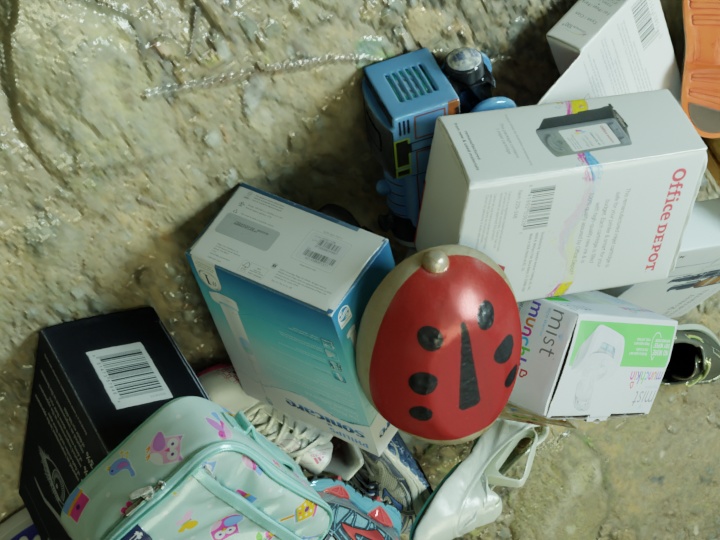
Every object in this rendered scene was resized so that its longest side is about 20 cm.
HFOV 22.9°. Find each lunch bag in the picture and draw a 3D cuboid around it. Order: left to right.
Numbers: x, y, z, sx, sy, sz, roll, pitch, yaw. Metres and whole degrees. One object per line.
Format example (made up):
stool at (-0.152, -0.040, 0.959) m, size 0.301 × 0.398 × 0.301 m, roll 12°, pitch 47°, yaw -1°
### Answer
lunch bag at (-0.120, 0.187, 1.357) m, size 0.160 × 0.077 × 0.200 m, roll -40°, pitch 142°, yaw 6°

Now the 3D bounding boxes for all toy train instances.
toy train at (0.064, -0.095, 1.443) m, size 0.114 × 0.087 × 0.200 m, roll -17°, pitch 140°, yaw -9°

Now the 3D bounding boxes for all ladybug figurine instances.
ladybug figurine at (0.067, 0.064, 1.360) m, size 0.136 × 0.072 × 0.200 m, roll -23°, pitch 137°, yaw -10°

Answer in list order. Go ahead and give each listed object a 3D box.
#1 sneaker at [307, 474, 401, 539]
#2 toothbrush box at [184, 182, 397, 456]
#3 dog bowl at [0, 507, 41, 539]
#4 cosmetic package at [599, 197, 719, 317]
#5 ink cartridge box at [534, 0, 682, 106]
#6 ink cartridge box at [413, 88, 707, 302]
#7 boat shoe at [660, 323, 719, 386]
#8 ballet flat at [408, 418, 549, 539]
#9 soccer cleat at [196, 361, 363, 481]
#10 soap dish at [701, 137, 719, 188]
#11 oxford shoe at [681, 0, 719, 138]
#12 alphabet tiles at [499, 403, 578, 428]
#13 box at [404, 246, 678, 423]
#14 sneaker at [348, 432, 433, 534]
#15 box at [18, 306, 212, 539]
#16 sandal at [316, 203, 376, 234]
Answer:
sneaker at (-0.021, 0.246, 1.606) m, size 0.079 × 0.096 × 0.200 m, roll -27°, pitch 147°, yaw 30°
toothbrush box at (-0.039, 0.042, 1.435) m, size 0.085 × 0.146 × 0.200 m, roll -52°, pitch 147°, yaw -27°
dog bowl at (-0.253, 0.289, 1.599) m, size 0.200 × 0.079 × 0.200 m, roll -21°, pitch 139°, yaw -19°
cosmetic package at (0.292, -0.005, 1.665) m, size 0.151 × 0.052 × 0.200 m, roll -7°, pitch 159°, yaw -29°
ink cartridge box at (0.197, -0.131, 1.495) m, size 0.176 × 0.045 × 0.200 m, roll -47°, pitch 143°, yaw -13°
ink cartridge box at (0.153, -0.055, 1.396) m, size 0.200 × 0.086 × 0.148 m, roll -9°, pitch 138°, yaw -17°
boat shoe at (0.325, 0.091, 1.841) m, size 0.202 × 0.060 × 0.072 m, roll 19°, pitch 117°, yaw -46°
ballet flat at (0.123, 0.205, 1.736) m, size 0.200 × 0.069 × 0.070 m, roll -50°, pitch 152°, yaw -33°
soccer cleat at (-0.070, 0.137, 1.573) m, size 0.200 × 0.086 × 0.070 m, roll 22°, pitch 115°, yaw -47°
soap dish at (0.364, -0.156, 1.552) m, size 0.081 × 0.157 × 0.200 m, roll 9°, pitch 125°, yaw -22°
oxford shoe at (0.303, -0.218, 1.505) m, size 0.071 × 0.073 × 0.200 m, roll 9°, pitch 110°, yaw 2°
alphabet tiles at (0.113, 0.124, 1.651) m, size 0.200 × 0.167 × 0.008 m, roll 40°, pitch 60°, yaw -71°
box at (0.147, 0.057, 1.534) m, size 0.200 × 0.176 × 0.097 m, roll 7°, pitch 102°, yaw -56°
sneaker at (0.019, 0.210, 1.727) m, size 0.085 × 0.077 × 0.200 m, roll -30°, pitch 141°, yaw -1°
box at (-0.199, 0.156, 1.449) m, size 0.104 × 0.148 × 0.200 m, roll -11°, pitch 137°, yaw -29°
sandal at (0.000, 0.000, 1.503) m, size 0.043 × 0.076 × 0.200 m, roll -36°, pitch 152°, yaw -11°
